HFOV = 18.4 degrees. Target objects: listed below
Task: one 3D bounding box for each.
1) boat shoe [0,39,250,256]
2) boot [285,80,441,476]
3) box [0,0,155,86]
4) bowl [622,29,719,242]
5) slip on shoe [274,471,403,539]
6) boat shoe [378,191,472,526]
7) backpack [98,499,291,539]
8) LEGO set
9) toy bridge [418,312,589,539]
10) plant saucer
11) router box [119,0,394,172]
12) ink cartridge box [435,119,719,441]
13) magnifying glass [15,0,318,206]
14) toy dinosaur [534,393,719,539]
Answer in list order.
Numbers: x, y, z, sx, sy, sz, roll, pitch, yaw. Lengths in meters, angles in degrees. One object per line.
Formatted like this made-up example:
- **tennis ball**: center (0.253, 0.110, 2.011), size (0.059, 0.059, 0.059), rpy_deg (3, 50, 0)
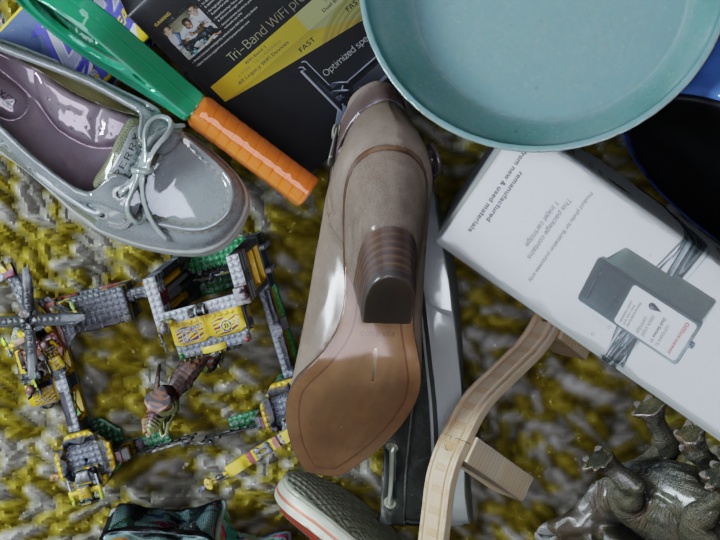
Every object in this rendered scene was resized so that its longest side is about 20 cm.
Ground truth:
- **boat shoe**: center (-0.154, -0.073, 1.235), size (0.201, 0.065, 0.075), rpy_deg (32, 83, 5)
- **boot**: center (0.000, 0.000, 1.252), size (0.070, 0.147, 0.201), rpy_deg (9, 136, -14)
- **box**: center (-0.124, -0.177, 1.290), size (0.070, 0.064, 0.200), rpy_deg (45, 100, -2)
- **bowl**: center (0.230, -0.052, 1.207), size (0.200, 0.201, 0.039), rpy_deg (34, 74, 0)
- **slip on shoe**: center (0.016, 0.202, 1.330), size (0.061, 0.074, 0.200), rpy_deg (-41, 97, 12)
- **boat shoe**: center (0.028, 0.055, 1.305), size (0.063, 0.071, 0.202), rpy_deg (-3, 100, 5)
- **backpack**: center (-0.104, 0.233, 1.278), size (0.149, 0.200, 0.179), rpy_deg (0, 97, 5)
- **LEGO set**: center (-0.117, 0.060, 1.295), size (0.198, 0.116, 0.155), rpy_deg (-7, 98, 7)
- **toy bridge**: center (0.070, 0.111, 1.279), size (0.027, 0.067, 0.201), rpy_deg (16, 75, 44)
- **plant saucer**: center (0.099, -0.155, 1.173), size (0.198, 0.036, 0.202), rpy_deg (-3, 76, 11)
- **router box**: center (-0.014, -0.168, 1.248), size (0.200, 0.052, 0.157), rpy_deg (-39, 126, 8)
- **ink cartridge box**: center (0.147, 0.000, 1.248), size (0.199, 0.147, 0.083), rpy_deg (35, 99, -1)
- **magnifying glass**: center (-0.109, -0.101, 1.232), size (0.199, 0.080, 0.022), rpy_deg (35, 81, -6)
- **toy dinosaur**: center (0.189, 0.136, 1.267), size (0.199, 0.077, 0.103), rpy_deg (7, 138, 40)
